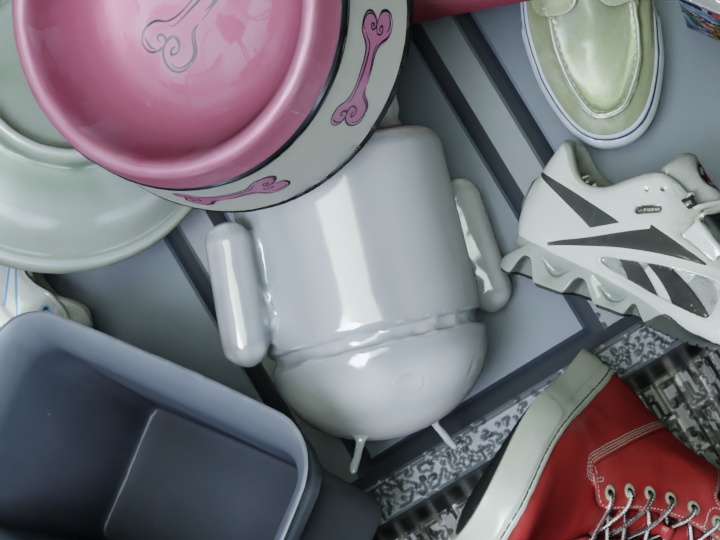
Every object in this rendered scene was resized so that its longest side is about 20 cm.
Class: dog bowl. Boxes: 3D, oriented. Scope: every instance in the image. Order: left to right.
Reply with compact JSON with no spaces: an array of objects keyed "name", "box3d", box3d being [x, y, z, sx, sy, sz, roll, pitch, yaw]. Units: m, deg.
[{"name":"dog bowl","box3d":[-0.079,-0.127,1.403,0.200,0.074,0.201,1,92,25]}]

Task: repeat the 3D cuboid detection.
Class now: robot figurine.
[{"name":"robot figurine","box3d":[0.000,0.000,1.492,0.169,0.113,0.201,-11,85,-26]}]

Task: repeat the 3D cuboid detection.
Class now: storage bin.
[{"name":"storage bin","box3d":[-0.094,0.125,1.467,0.200,0.134,0.146,21,87,31]}]

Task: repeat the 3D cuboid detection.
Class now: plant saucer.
[{"name":"plant saucer","box3d":[-0.158,-0.101,1.502,0.200,0.050,0.201,6,71,-19]}]

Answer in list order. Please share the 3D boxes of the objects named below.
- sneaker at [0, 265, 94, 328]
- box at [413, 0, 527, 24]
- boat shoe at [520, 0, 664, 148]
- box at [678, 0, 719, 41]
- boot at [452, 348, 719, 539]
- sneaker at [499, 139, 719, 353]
[{"name":"sneaker","box3d":[-0.181,0.052,1.540,0.086,0.075,0.201,-6,88,2]},{"name":"box","box3d":[0.025,-0.192,1.451,0.200,0.109,0.128,-10,87,26]},{"name":"boat shoe","box3d":[0.111,-0.162,1.505,0.072,0.062,0.201,-11,87,8]},{"name":"box","box3d":[0.215,-0.213,1.454,0.038,0.137,0.200,24,92,8]},{"name":"boot","box3d":[0.132,0.121,1.430,0.144,0.200,0.072,38,116,7]},{"name":"sneaker","box3d":[0.170,-0.010,1.467,0.200,0.074,0.089,21,98,22]}]
